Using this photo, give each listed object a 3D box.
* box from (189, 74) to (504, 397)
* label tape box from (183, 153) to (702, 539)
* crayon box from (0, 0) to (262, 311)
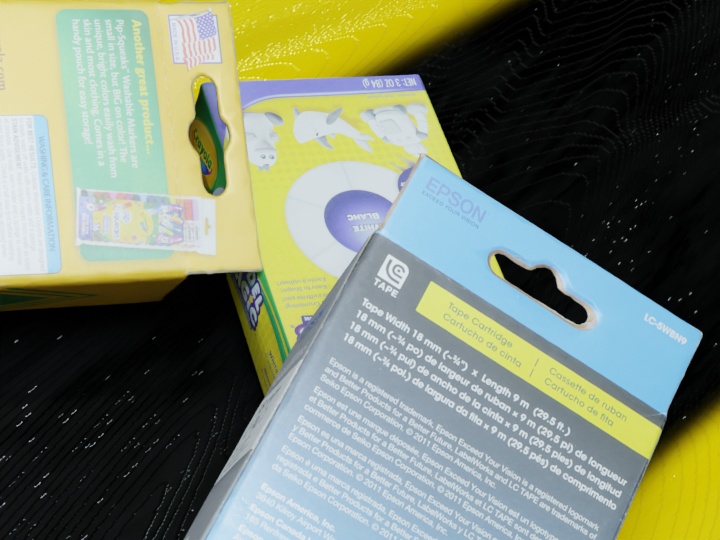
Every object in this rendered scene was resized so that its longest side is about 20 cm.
[{"bbox_3d":[0.000,0.000,0.876,0.117,0.048,0.201,-5,56,-23],"label":"box"},{"bbox_3d":[0.031,0.077,0.772,0.144,0.063,0.201,32,61,-5],"label":"label tape box"},{"bbox_3d":[-0.149,-0.049,0.828,0.199,0.052,0.127,-3,77,-22],"label":"crayon box"}]
